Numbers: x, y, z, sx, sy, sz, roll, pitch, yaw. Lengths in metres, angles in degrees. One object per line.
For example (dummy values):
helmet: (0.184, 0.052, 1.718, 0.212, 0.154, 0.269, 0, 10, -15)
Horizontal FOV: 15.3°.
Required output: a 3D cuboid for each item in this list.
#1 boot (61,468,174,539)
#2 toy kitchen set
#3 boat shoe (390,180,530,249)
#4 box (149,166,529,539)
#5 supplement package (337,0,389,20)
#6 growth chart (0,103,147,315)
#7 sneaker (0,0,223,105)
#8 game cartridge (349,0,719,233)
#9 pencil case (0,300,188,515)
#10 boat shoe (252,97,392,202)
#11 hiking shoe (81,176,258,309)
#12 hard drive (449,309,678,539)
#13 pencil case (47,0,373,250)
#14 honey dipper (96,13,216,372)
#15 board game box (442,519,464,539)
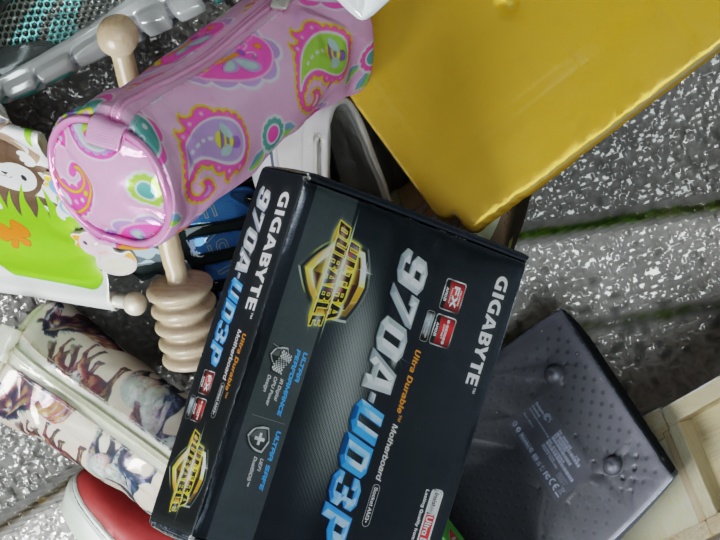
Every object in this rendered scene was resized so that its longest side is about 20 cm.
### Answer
boot: (-0.063, 0.145, 1.547, 0.200, 0.072, 0.144, 35, 114, -4)
toy kitchen set: (0.242, 0.059, 1.582, 0.199, 0.180, 0.164, -13, 76, -36)
boat shoe: (0.053, -0.035, 1.509, 0.076, 0.072, 0.201, 16, 100, 12)
box: (-0.009, 0.063, 1.411, 0.158, 0.046, 0.201, 20, 86, -35)
supplement package: (-0.020, -0.264, 1.329, 0.147, 0.200, 0.191, -41, 111, 11)
growth chart: (-0.204, -0.048, 1.440, 0.144, 0.018, 0.200, 2, 138, 36)
sneaker: (-0.158, -0.154, 1.439, 0.199, 0.078, 0.092, -26, 97, 1)
game cartridge: (0.082, -0.143, 1.448, 0.200, 0.032, 0.177, -36, 85, 11)
pencil case: (-0.117, 0.096, 1.489, 0.200, 0.089, 0.078, 33, 79, 15)
boat shoe: (0.000, 0.000, 1.477, 0.066, 0.072, 0.201, -12, 93, 43)
hiking shoe: (-0.067, -0.012, 1.499, 0.200, 0.074, 0.087, 33, 106, -19)
hard drive: (0.084, 0.132, 1.551, 0.200, 0.135, 0.042, -43, 154, 21)
pencil case: (-0.072, -0.089, 1.374, 0.087, 0.200, 0.088, 22, 132, 27)
honey dipper: (-0.108, -0.041, 1.426, 0.038, 0.038, 0.201, -12, 114, -2)
board game box: (-0.005, 0.229, 1.525, 0.200, 0.029, 0.135, -32, 110, 17)
